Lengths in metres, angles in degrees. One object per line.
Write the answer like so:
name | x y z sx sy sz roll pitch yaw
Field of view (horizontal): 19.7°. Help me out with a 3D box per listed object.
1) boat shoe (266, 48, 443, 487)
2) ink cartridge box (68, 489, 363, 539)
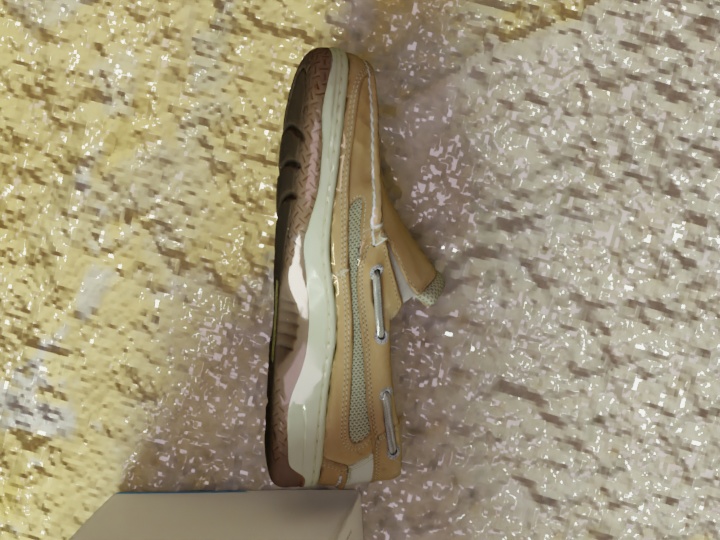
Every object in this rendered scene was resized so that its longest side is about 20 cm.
boat shoe | 0.000 0.000 0.941 0.076 0.072 0.202 2 108 -7
ink cartridge box | -0.064 0.215 0.958 0.127 0.125 0.202 -1 100 8
